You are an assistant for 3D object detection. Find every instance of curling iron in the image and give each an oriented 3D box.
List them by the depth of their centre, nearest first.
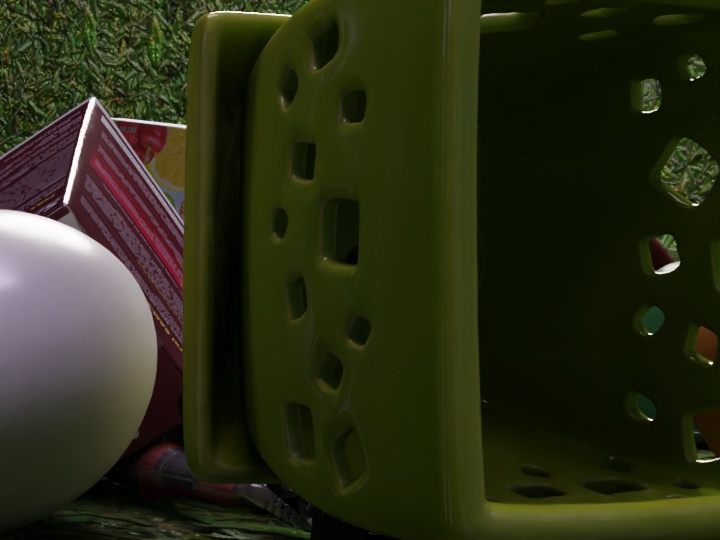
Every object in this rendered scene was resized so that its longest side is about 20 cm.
[{"bbox_3d":[-0.075,0.088,1.201,0.050,0.026,0.200,28,-14,-33],"label":"curling iron"}]

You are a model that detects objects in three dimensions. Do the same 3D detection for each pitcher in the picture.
[{"bbox_3d":[-0.183,0.049,1.063,0.171,0.121,0.200,-9,7,31],"label":"pitcher"}]

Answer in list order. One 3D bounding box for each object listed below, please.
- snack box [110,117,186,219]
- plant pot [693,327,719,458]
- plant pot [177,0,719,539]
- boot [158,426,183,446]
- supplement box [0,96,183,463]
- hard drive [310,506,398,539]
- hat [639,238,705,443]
[{"bbox_3d":[-0.082,-0.012,1.707,0.200,0.142,0.053,8,4,40],"label":"snack box"},{"bbox_3d":[0.255,0.035,1.357,0.200,0.200,0.183,3,-11,-32],"label":"plant pot"},{"bbox_3d":[0.045,-0.006,1.029,0.200,0.199,0.181,1,-1,-41],"label":"plant pot"},{"bbox_3d":[-0.005,0.077,1.209,0.090,0.073,0.200,-5,1,-30],"label":"boot"},{"bbox_3d":[-0.117,0.002,1.268,0.061,0.109,0.200,-33,14,7],"label":"supplement box"},{"bbox_3d":[0.060,0.108,1.005,0.140,0.038,0.200,5,5,-8],"label":"hard drive"},{"bbox_3d":[0.202,0.003,1.633,0.200,0.176,0.166,4,5,-18],"label":"hat"}]
